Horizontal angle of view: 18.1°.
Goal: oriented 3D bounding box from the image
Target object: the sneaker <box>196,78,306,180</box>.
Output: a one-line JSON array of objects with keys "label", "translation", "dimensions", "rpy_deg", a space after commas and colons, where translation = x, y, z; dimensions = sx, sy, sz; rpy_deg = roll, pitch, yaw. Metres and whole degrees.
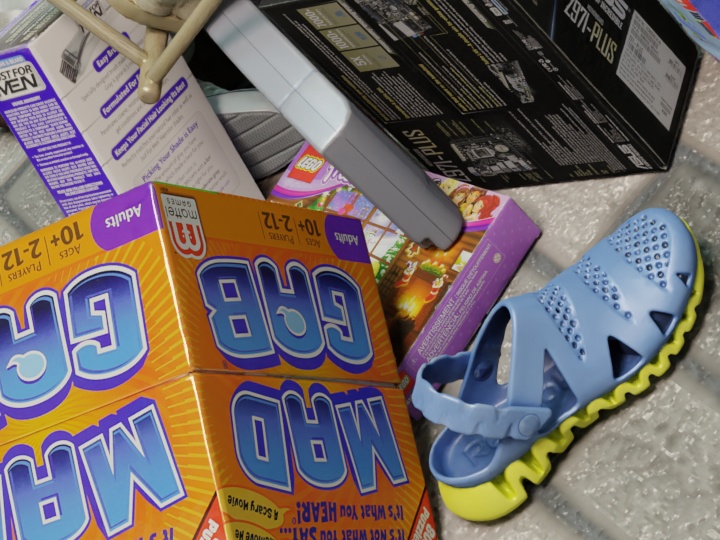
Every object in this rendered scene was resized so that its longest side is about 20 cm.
[{"label": "sneaker", "translation": [-0.113, -0.101, 1.542], "dimensions": [0.199, 0.073, 0.071], "rpy_deg": [-10, 49, 35]}]

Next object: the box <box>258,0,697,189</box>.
[{"label": "box", "translation": [0.071, -0.138, 1.299], "dimensions": [0.163, 0.200, 0.087], "rpy_deg": [-5, 56, 41]}]

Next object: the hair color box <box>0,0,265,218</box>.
[{"label": "hair color box", "translation": [-0.149, -0.083, 1.438], "dimensions": [0.065, 0.201, 0.109], "rpy_deg": [-8, 31, 40]}]

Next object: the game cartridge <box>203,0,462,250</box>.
[{"label": "game cartridge", "translation": [-0.024, -0.096, 1.344], "dimensions": [0.041, 0.133, 0.200], "rpy_deg": [-48, 38, 6]}]

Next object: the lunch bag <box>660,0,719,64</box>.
[{"label": "lunch bag", "translation": [0.188, -0.175, 1.261], "dimensions": [0.094, 0.151, 0.201], "rpy_deg": [-31, 41, 19]}]

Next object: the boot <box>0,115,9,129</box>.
[{"label": "boot", "translation": [-0.214, -0.187, 1.708], "dimensions": [0.166, 0.072, 0.201], "rpy_deg": [12, 70, 45]}]

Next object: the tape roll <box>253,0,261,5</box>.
[{"label": "tape roll", "translation": [-0.069, -0.268, 1.542], "dimensions": [0.066, 0.200, 0.201], "rpy_deg": [-8, 53, 36]}]

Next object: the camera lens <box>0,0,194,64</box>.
[{"label": "camera lens", "translation": [-0.191, -0.226, 1.558], "dimensions": [0.159, 0.160, 0.202], "rpy_deg": [-9, 74, 38]}]

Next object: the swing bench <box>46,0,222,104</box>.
[{"label": "swing bench", "translation": [-0.096, -0.245, 1.323], "dimensions": [0.199, 0.129, 0.201], "rpy_deg": [-45, 15, 45]}]

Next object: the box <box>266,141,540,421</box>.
[{"label": "box", "translation": [0.000, 0.000, 1.377], "dimensions": [0.199, 0.039, 0.137], "rpy_deg": [19, 71, 50]}]

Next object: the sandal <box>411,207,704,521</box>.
[{"label": "sandal", "translation": [0.102, 0.041, 1.211], "dimensions": [0.200, 0.087, 0.079], "rpy_deg": [-48, 37, -3]}]

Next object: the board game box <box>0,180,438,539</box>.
[{"label": "board game box", "translation": [-0.109, 0.087, 1.221], "dimensions": [0.199, 0.200, 0.201], "rpy_deg": [-21, 75, 29]}]
